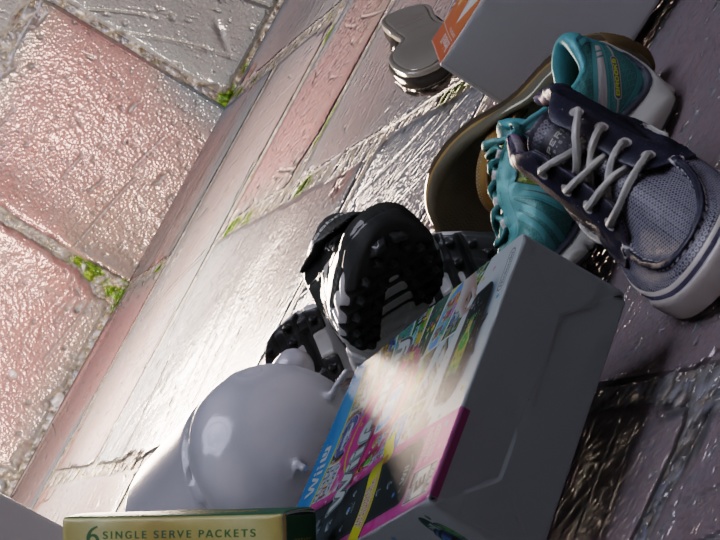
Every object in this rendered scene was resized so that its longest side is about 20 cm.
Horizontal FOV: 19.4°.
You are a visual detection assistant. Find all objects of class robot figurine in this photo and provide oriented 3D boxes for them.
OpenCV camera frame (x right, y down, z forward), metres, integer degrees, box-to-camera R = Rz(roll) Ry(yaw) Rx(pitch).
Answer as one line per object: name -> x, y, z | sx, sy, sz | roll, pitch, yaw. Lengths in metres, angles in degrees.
robot figurine -> -0.062, 0.125, 1.201 | 0.200, 0.113, 0.170 | -47, 27, 50

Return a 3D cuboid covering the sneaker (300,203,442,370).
sneaker -> 0.000, 0.000, 1.173 | 0.066, 0.091, 0.200 | -32, -21, -8

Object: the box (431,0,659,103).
box -> 0.139, -0.197, 1.340 | 0.200, 0.097, 0.124 | -58, 7, 10

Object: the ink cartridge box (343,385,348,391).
ink cartridge box -> -0.058, 0.129, 1.409 | 0.161, 0.050, 0.200 | -54, -3, 23

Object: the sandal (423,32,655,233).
sandal -> 0.105, -0.067, 1.271 | 0.200, 0.080, 0.054 | -43, 41, 42

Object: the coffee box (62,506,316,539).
coffee box -> -0.080, 0.213, 0.999 | 0.044, 0.123, 0.201 | 12, -103, -69

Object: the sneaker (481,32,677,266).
sneaker -> 0.097, -0.045, 1.161 | 0.200, 0.080, 0.078 | -59, 8, -26

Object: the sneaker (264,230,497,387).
sneaker -> 0.035, 0.022, 1.315 | 0.200, 0.067, 0.090 | -28, -10, 36

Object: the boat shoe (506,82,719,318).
boat shoe -> 0.124, -0.039, 1.026 | 0.075, 0.093, 0.200 | -58, 11, 5

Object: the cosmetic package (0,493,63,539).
cosmetic package -> -0.264, 0.272, 1.650 | 0.123, 0.199, 0.200 | -65, 13, -23

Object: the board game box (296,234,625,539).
board game box -> 0.037, 0.090, 1.026 | 0.200, 0.064, 0.148 | -43, 21, 58

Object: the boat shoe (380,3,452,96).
boat shoe -> 0.058, -0.180, 1.812 | 0.067, 0.057, 0.200 | -22, 21, 3
